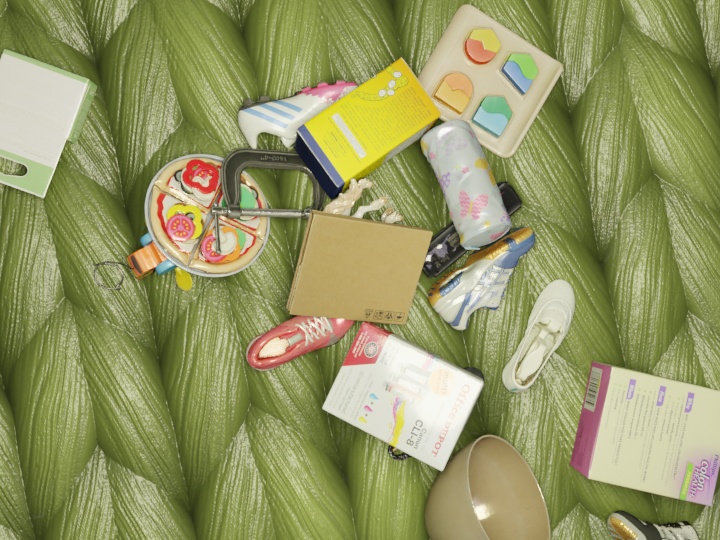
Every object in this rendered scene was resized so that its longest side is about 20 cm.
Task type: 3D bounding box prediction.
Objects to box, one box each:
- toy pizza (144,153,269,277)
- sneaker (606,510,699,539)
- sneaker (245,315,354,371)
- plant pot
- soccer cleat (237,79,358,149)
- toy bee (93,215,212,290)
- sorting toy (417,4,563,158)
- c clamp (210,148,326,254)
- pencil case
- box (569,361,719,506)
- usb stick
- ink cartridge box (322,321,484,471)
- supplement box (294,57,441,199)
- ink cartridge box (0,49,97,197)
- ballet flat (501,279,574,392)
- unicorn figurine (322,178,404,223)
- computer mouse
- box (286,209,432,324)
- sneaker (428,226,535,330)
[{"bbox_3d":[-0.231,-0.089,1.166,0.199,0.032,0.201,9,71,-26],"label":"toy pizza"},{"bbox_3d":[0.489,0.432,1.214,0.200,0.076,0.088,35,72,-4],"label":"sneaker"},{"bbox_3d":[-0.089,0.104,1.184,0.199,0.087,0.074,-29,91,-3],"label":"sneaker"},{"bbox_3d":[0.177,0.371,1.154,0.134,0.200,0.201,-33,90,34],"label":"plant pot"},{"bbox_3d":[-0.095,-0.246,1.207,0.199,0.070,0.087,-13,98,3],"label":"soccer cleat"},{"bbox_3d":[-0.324,-0.029,1.183,0.199,0.109,0.132,-5,80,-27],"label":"toy bee"},{"bbox_3d":[0.205,-0.310,1.229,0.199,0.036,0.186,31,88,-1],"label":"sorting toy"},{"bbox_3d":[-0.142,-0.112,1.184,0.199,0.027,0.172,-6,74,-23],"label":"c clamp"},{"bbox_3d":[0.162,-0.135,1.179,0.090,0.083,0.201,-29,72,27],"label":"pencil case"},{"bbox_3d":[0.457,0.254,1.195,0.199,0.097,0.177,13,88,-1],"label":"box"},{"bbox_3d":[0.175,-0.067,1.225,0.200,0.033,0.056,-40,97,-3],"label":"usb stick"},{"bbox_3d":[0.071,0.187,1.142,0.199,0.145,0.146,25,87,10],"label":"ink cartridge box"},{"bbox_3d":[0.008,-0.217,1.174,0.200,0.109,0.110,-36,90,-9],"label":"supplement box"},{"bbox_3d":[-0.524,-0.230,1.196,0.145,0.048,0.201,20,89,-1],"label":"ink cartridge box"},{"bbox_3d":[0.293,0.108,1.208,0.069,0.069,0.201,29,88,-1],"label":"ballet flat"},{"bbox_3d":[0.004,-0.052,1.185,0.137,0.074,0.200,-45,123,0],"label":"unicorn figurine"},{"bbox_3d":[0.122,0.232,1.215,0.059,0.034,0.200,44,88,-1],"label":"computer mouse"},{"bbox_3d":[0.000,0.000,1.150,0.199,0.021,0.164,7,111,-23],"label":"box"},{"bbox_3d":[0.206,0.013,1.212,0.200,0.075,0.088,-38,102,4],"label":"sneaker"}]
